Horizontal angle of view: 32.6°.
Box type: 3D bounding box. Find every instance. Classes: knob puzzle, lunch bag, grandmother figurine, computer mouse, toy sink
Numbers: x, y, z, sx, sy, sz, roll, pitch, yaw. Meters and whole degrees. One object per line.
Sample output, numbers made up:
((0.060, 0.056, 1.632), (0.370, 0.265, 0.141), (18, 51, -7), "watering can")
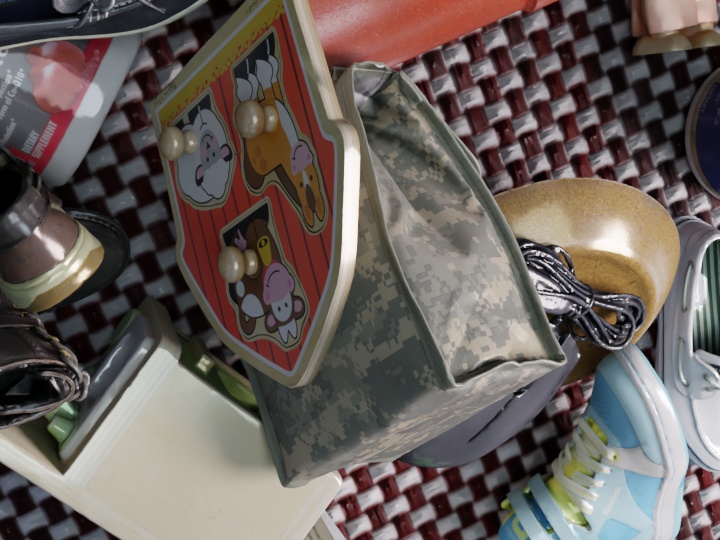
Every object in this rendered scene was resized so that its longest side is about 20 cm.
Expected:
((-0.064, -0.033, 0.672), (0.030, 0.219, 0.222), (-7, 103, -36), "knob puzzle")
((0.000, 0.000, 0.715), (0.117, 0.164, 0.202), (-7, 68, -43), "lunch bag")
((0.205, -0.251, 0.836), (0.121, 0.060, 0.202), (-14, 102, -40), "grandmother figurine")
((0.080, 0.072, 0.788), (0.138, 0.053, 0.200), (25, 126, -36), "computer mouse")
((-0.126, 0.096, 0.772), (0.199, 0.130, 0.112), (37, 89, -17), "toy sink")

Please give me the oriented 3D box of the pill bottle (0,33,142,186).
((-0.236, -0.141, 0.709), (0.199, 0.111, 0.111), (28, 92, -17), "pill bottle")

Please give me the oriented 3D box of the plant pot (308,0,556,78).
((0.018, -0.212, 0.730), (0.194, 0.201, 0.202), (-28, 106, 0), "plant pot")

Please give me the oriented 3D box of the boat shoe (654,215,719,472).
((0.254, 0.062, 0.897), (0.073, 0.067, 0.202), (-20, 105, -10), "boat shoe")

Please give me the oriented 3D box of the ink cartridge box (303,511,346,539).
((-0.064, 0.278, 0.813), (0.199, 0.145, 0.146), (-36, 107, -5), "ink cartridge box")

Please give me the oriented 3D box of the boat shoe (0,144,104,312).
((-0.207, -0.040, 0.679), (0.073, 0.199, 0.065), (-42, 127, -23), "boat shoe")

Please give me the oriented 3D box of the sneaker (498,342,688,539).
((0.153, 0.144, 0.852), (0.129, 0.080, 0.201), (-21, 132, -6), "sneaker")

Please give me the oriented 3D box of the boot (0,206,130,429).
((-0.195, 0.033, 0.701), (0.198, 0.174, 0.070), (-17, 119, -30), "boot")

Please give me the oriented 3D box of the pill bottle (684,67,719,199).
((0.310, -0.086, 0.815), (0.110, 0.200, 0.112), (-3, 101, -14), "pill bottle")

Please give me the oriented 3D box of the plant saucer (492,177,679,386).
((0.121, 0.024, 0.814), (0.198, 0.036, 0.201), (-8, 138, -7), "plant saucer")

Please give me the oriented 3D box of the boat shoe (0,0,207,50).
((-0.147, -0.156, 0.629), (0.198, 0.062, 0.075), (-15, 91, -6), "boat shoe")
